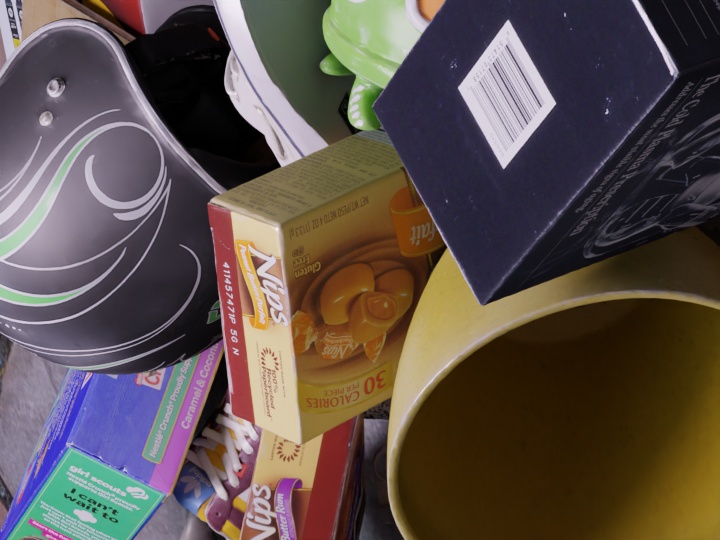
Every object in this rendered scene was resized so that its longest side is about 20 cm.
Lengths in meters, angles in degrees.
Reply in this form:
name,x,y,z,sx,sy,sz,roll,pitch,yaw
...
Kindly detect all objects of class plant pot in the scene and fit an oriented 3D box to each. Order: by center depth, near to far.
name,x,y,z,sx,sy,sz,roll,pitch,yaw
plant pot,0.102,0.038,1.271,0.142,0.198,0.201,-100,14,-48

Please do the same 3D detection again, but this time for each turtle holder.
name,x,y,z,sx,sy,sz,roll,pitch,yaw
turtle holder,0.060,-0.142,1.286,0.140,0.185,0.133,16,112,15

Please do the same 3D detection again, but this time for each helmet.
name,x,y,z,sx,sy,sz,roll,pitch,yaw
helmet,-0.135,-0.042,1.457,0.190,0.200,0.201,-37,72,29

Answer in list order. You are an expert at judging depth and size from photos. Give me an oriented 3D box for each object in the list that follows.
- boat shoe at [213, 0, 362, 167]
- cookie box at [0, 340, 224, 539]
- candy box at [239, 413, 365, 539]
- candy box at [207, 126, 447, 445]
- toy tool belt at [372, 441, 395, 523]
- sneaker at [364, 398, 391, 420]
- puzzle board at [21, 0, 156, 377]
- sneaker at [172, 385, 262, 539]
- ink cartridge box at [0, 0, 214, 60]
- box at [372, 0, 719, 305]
name,x,y,z,sx,sy,sz,roll,pitch,yaw
boat shoe,-0.035,-0.091,1.355,0.069,0.071,0.200,2,141,37
cookie box,-0.153,0.093,1.740,0.075,0.172,0.200,25,148,-8
candy box,-0.032,0.150,1.560,0.200,0.056,0.117,92,-171,-69
candy box,0.020,-0.009,1.337,0.055,0.199,0.116,20,125,41
toy tool belt,0.045,0.199,1.490,0.124,0.123,0.201,0,113,21
sneaker,0.000,0.000,1.535,0.088,0.077,0.201,12,123,43
puzzle board,-0.156,-0.056,1.620,0.150,0.017,0.201,32,128,43
sneaker,-0.070,0.112,1.683,0.075,0.090,0.201,46,143,37
ink cartridge box,-0.140,-0.144,1.661,0.200,0.083,0.177,17,122,55
box,0.132,-0.096,1.113,0.105,0.181,0.200,61,150,15
